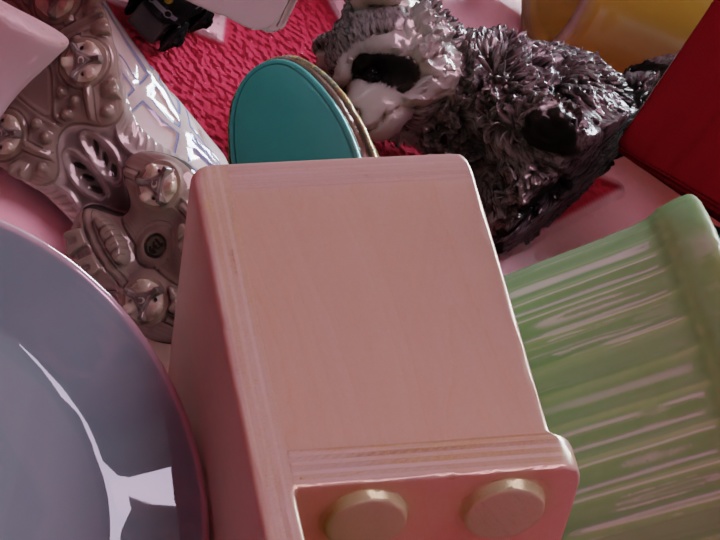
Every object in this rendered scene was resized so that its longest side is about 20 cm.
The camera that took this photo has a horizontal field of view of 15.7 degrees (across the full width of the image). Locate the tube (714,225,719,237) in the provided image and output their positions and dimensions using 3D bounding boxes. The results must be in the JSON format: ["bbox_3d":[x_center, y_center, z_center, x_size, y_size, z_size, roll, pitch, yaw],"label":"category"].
[{"bbox_3d":[0.180,0.013,1.171,0.078,0.050,0.200,53,5,-9],"label":"tube"}]

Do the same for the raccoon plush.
[{"bbox_3d":[0.065,-0.092,1.237,0.134,0.097,0.200,47,32,13],"label":"raccoon plush"}]

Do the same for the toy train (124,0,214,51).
[{"bbox_3d":[-0.049,-0.152,1.220,0.034,0.046,0.200,44,33,1],"label":"toy train"}]

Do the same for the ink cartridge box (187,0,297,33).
[{"bbox_3d":[-0.111,-0.184,1.080,0.145,0.088,0.200,21,13,-31],"label":"ink cartridge box"}]

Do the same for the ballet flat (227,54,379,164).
[{"bbox_3d":[0.000,0.000,1.097,0.071,0.071,0.200,6,48,-43],"label":"ballet flat"}]

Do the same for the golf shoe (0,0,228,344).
[{"bbox_3d":[-0.101,-0.052,1.053,0.200,0.078,0.097,58,14,17],"label":"golf shoe"}]

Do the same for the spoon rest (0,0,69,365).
[{"bbox_3d":[-0.154,-0.007,0.952,0.099,0.061,0.201,28,50,-21],"label":"spoon rest"}]

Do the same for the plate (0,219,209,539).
[{"bbox_3d":[-0.139,0.073,0.859,0.200,0.026,0.201,18,60,-33],"label":"plate"}]

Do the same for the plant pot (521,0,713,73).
[{"bbox_3d":[0.194,-0.150,1.359,0.188,0.201,0.201,15,41,-14],"label":"plant pot"}]

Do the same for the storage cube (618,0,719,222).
[{"bbox_3d":[0.258,-0.062,1.164,0.200,0.171,0.180,29,4,-41],"label":"storage cube"}]

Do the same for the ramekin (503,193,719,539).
[{"bbox_3d":[0.111,0.080,1.011,0.200,0.097,0.201,-17,90,-87],"label":"ramekin"}]

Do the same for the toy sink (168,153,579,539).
[{"bbox_3d":[0.003,0.076,0.914,0.112,0.131,0.200,-3,48,-12],"label":"toy sink"}]
